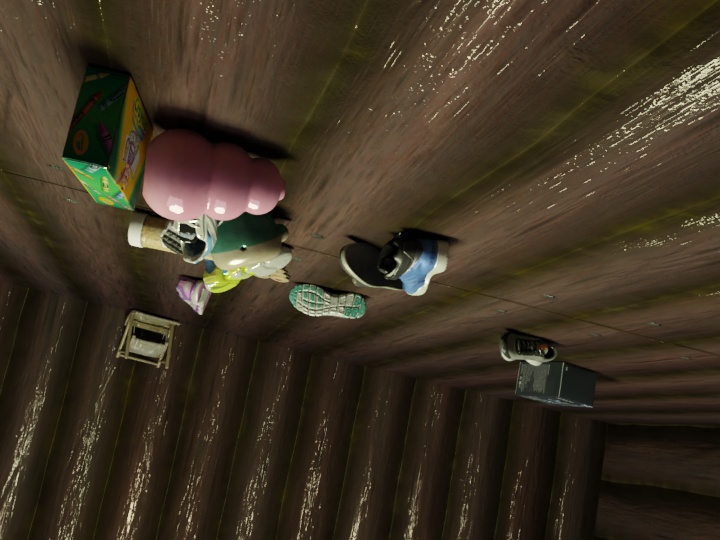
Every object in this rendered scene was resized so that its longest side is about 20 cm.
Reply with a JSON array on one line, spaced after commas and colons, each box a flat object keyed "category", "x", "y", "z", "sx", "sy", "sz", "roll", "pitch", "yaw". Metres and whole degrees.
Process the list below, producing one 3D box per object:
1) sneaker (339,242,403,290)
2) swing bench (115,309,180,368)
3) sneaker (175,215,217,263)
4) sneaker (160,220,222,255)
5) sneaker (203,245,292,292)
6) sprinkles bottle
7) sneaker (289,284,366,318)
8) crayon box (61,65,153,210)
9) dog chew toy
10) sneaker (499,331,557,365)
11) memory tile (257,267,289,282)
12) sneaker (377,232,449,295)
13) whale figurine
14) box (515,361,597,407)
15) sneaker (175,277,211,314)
[{"category": "sneaker", "x": 0.000, "y": 0.000, "z": 1.643, "sx": 0.104, "sy": 0.077, "sz": 0.198, "roll": -1, "pitch": 164, "yaw": 38}, {"category": "swing bench", "x": -0.874, "y": 0.282, "z": 3.480, "sx": 0.196, "sy": 0.205, "sz": 0.129, "roll": 19, "pitch": 167, "yaw": -32}, {"category": "sneaker", "x": -0.266, "y": -0.093, "z": 1.357, "sx": 0.070, "sy": 0.073, "sz": 0.203, "roll": 12, "pitch": 138, "yaw": 8}, {"category": "sneaker", "x": -0.280, "y": -0.105, "z": 1.465, "sx": 0.075, "sy": 0.082, "sz": 0.199, "roll": 38, "pitch": 139, "yaw": -19}, {"category": "sneaker", "x": -0.243, "y": -0.035, "z": 1.762, "sx": 0.196, "sy": 0.107, "sz": 0.076, "roll": -20, "pitch": 159, "yaw": 2}, {"category": "sprinkles bottle", "x": -0.368, "y": -0.067, "z": 1.714, "sx": 0.195, "sy": 0.070, "sz": 0.068, "roll": 11, "pitch": 168, "yaw": 2}, {"category": "sneaker", "x": -0.083, "y": 0.086, "z": 2.135, "sx": 0.195, "sy": 0.080, "sz": 0.091, "roll": 13, "pitch": 172, "yaw": 1}, {"category": "crayon box", "x": -0.323, "y": -0.165, "z": 1.099, "sx": 0.057, "sy": 0.122, "sz": 0.200, "roll": 12, "pitch": 169, "yaw": -3}, {"category": "dog chew toy", "x": -0.201, "y": -0.126, "z": 1.179, "sx": 0.195, "sy": 0.128, "sz": 0.124, "roll": 6, "pitch": 170, "yaw": -15}, {"category": "sneaker", "x": 0.429, "y": 0.196, "z": 2.172, "sx": 0.197, "sy": 0.076, "sz": 0.079, "roll": 13, "pitch": 160, "yaw": -38}, {"category": "memory tile", "x": -0.247, "y": -0.008, "z": 1.995, "sx": 0.149, "sy": 0.017, "sz": 0.200, "roll": 11, "pitch": 167, "yaw": 5}, {"category": "sneaker", "x": 0.078, "y": -0.010, "z": 1.512, "sx": 0.108, "sy": 0.079, "sz": 0.200, "roll": 8, "pitch": 165, "yaw": -11}, {"category": "whale figurine", "x": -0.209, "y": -0.069, "z": 1.527, "sx": 0.155, "sy": 0.106, "sz": 0.200, "roll": -14, "pitch": -168, "yaw": -1}, {"category": "box", "x": 0.596, "y": 0.346, "z": 2.580, "sx": 0.146, "sy": 0.110, "sz": 0.199, "roll": 18, "pitch": 166, "yaw": -27}, {"category": "sneaker", "x": -0.483, "y": 0.065, "z": 2.430, "sx": 0.086, "sy": 0.082, "sz": 0.201, "roll": 18, "pitch": 163, "yaw": 2}]
